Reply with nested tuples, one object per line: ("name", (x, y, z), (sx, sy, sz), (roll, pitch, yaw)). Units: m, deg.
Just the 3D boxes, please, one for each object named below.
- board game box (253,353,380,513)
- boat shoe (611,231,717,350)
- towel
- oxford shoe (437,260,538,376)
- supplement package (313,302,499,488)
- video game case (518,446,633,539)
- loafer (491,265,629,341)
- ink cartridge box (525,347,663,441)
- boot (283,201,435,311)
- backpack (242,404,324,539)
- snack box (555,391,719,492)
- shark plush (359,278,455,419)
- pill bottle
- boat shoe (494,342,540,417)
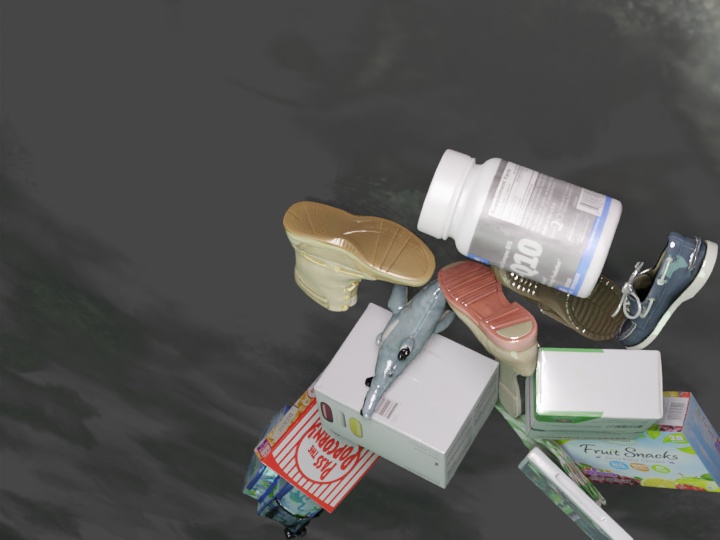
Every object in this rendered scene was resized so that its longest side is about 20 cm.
("board game box", (-0.037, 0.242, 1.930), (0.151, 0.200, 0.046), (40, -179, -27))
("boat shoe", (0.329, 0.024, 1.451), (0.062, 0.075, 0.200), (23, 148, -2))
("towel", (0.260, 0.257, 1.846), (0.200, 0.023, 0.153), (49, 172, -38))
("oxford shoe", (0.148, 0.057, 1.537), (0.071, 0.200, 0.074), (-21, 125, -9))
("supplement package", (0.064, 0.168, 1.744), (0.200, 0.156, 0.111), (24, 152, 20))
("video game case", (0.303, 0.331, 1.849), (0.182, 0.023, 0.200), (44, 173, 11))
("loafer", (0.233, 0.017, 1.516), (0.200, 0.076, 0.067), (32, -176, -27))
("ink cartridge box", (0.278, 0.154, 1.571), (0.146, 0.083, 0.200), (1, 165, 2))
("boot", (0.000, 0.000, 1.639), (0.200, 0.073, 0.156), (18, 149, 13))
("backpack", (-0.094, 0.306, 2.075), (0.147, 0.183, 0.200), (30, 144, -12))
("snack box", (0.373, 0.227, 1.743), (0.200, 0.068, 0.169), (-2, 144, 35))
("shark plush", (0.046, 0.093, 1.660), (0.091, 0.200, 0.083), (42, 178, -10))
("pill bottle", (0.171, -0.054, 1.398), (0.200, 0.114, 0.114), (20, 149, 7))
("boat shoe", (0.215, 0.120, 1.711), (0.067, 0.057, 0.200), (49, 160, 34))
